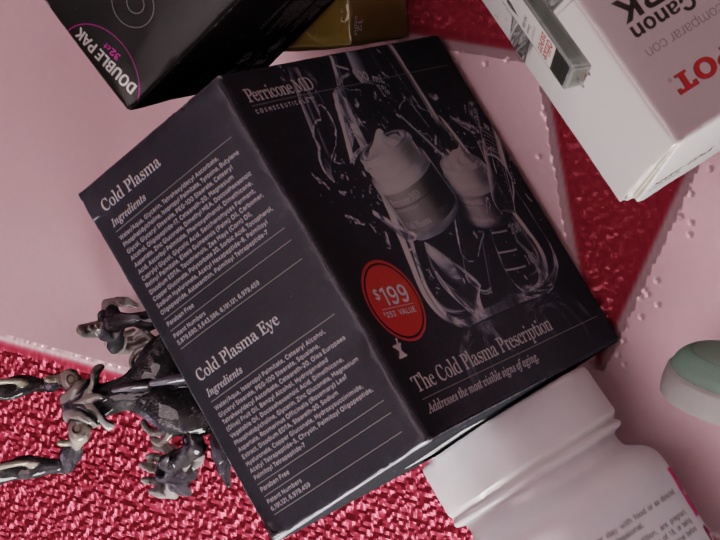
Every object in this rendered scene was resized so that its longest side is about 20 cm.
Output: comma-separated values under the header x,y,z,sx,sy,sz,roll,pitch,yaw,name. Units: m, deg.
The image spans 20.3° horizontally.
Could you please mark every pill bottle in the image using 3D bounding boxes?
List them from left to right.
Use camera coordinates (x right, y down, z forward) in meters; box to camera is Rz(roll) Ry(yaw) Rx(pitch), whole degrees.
x,y,z,sx,sy,sz,roll,pitch,yaw,name
0.120,0.155,0.959,0.113,0.113,0.201,-36,81,31,pill bottle

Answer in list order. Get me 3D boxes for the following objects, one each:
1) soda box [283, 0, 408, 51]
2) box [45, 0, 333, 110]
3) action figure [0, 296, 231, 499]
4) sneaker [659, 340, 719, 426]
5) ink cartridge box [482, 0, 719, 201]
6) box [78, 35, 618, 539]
x,y,z,sx,sy,sz,roll,pitch,yaw,name
-0.023,-0.212,1.002,0.067,0.064,0.202,2,101,29,soda box
-0.091,-0.202,0.929,0.148,0.124,0.201,-42,82,25,box
-0.130,0.070,1.103,0.198,0.102,0.120,-11,85,5,action figure
0.228,0.010,0.888,0.198,0.074,0.119,-2,105,21,sneaker
0.124,-0.155,0.869,0.201,0.146,0.083,56,164,8,ink cartridge box
0.000,0.000,0.949,0.104,0.199,0.183,-36,82,32,box
